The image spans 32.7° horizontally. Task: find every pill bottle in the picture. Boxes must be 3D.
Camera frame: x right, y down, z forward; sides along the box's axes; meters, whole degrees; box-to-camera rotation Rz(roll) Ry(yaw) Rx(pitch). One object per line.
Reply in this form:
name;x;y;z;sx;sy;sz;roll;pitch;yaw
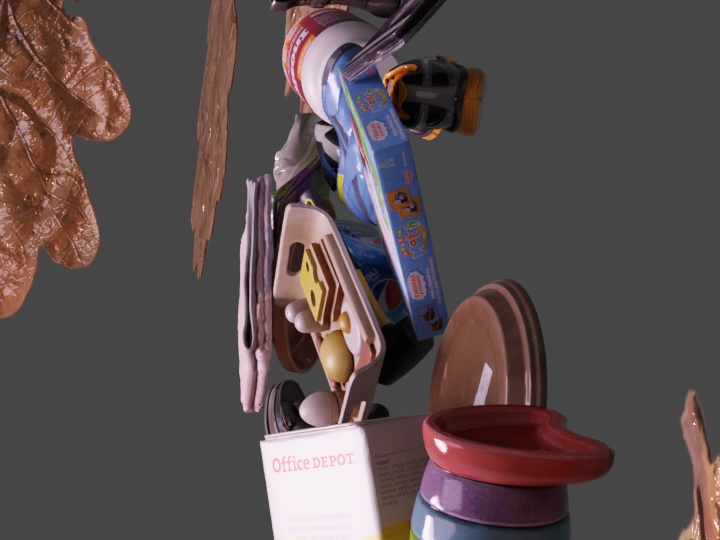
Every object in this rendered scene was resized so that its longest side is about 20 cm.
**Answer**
pill bottle;-0.017;-0.219;1.338;0.200;0.111;0.115;-127;46;-68

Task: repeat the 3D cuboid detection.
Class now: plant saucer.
plant saucer;-0.065;0.014;1.392;0.200;0.032;0.204;8;-90;-75
plant saucer;0.092;0.106;0.954;0.200;0.029;0.204;-172;90;-75

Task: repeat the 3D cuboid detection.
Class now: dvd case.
dvd case;0.071;-0.239;0.992;0.200;0.016;0.148;-49;11;-13

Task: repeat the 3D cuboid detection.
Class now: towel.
towel;-0.113;0.027;1.304;0.192;0.032;0.203;106;165;-66
towel;-0.071;-0.052;1.453;0.200;0.022;0.146;-55;-28;-62

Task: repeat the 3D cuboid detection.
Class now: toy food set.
toy food set;-0.039;0.058;1.111;0.145;0.059;0.202;103;151;-48

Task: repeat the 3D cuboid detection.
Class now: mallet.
mallet;0.003;0.004;1.141;0.066;0.041;0.202;-34;74;35

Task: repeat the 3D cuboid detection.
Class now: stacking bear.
stacking bear;0.086;0.200;0.800;0.121;0.112;0.204;-147;61;-73

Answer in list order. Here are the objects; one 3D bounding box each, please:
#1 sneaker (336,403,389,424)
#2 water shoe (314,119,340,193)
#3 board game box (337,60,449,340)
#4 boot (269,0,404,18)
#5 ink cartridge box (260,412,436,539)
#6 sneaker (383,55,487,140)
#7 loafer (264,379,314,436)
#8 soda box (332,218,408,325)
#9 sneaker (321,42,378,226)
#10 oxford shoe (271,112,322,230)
sneaker;0.002;0.166;1.175;0.200;0.071;0.084;10;78;68
water shoe;-0.008;-0.124;1.379;0.200;0.070;0.080;-117;18;-75
board game box;0.030;-0.063;1.072;0.152;0.036;0.202;-109;2;-53
boot;-0.025;-0.345;1.303;0.070;0.171;0.202;117;155;-51
ink cartridge box;0.004;0.219;0.962;0.144;0.083;0.203;-16;81;51
sneaker;0.052;-0.164;1.127;0.200;0.076;0.080;-160;75;-76
loafer;-0.064;0.214;1.437;0.063;0.071;0.202;-40;48;39
soda box;0.000;0.000;1.270;0.200;0.063;0.069;-135;53;-71
sneaker;0.012;-0.129;1.213;0.078;0.066;0.202;35;146;39
oxford shoe;-0.082;-0.123;1.527;0.076;0.057;0.202;88;-164;-49
